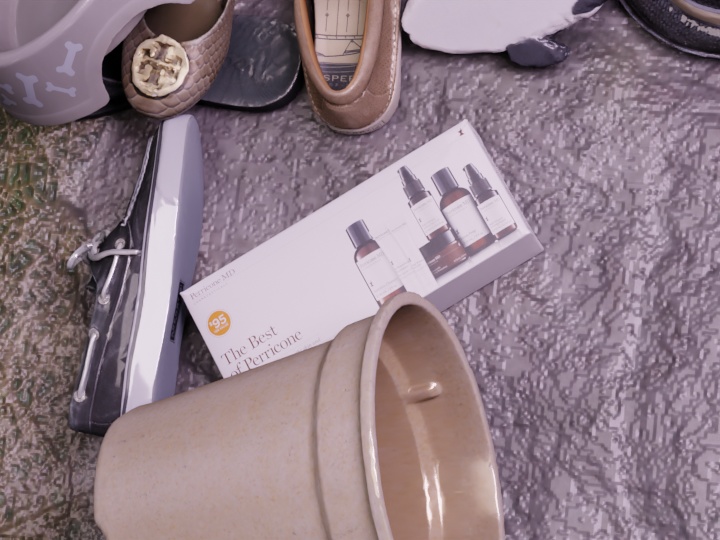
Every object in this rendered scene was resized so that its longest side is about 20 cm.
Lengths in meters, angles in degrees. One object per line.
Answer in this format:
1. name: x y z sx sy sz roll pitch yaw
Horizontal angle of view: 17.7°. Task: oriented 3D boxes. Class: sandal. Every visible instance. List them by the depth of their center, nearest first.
1. sandal: -0.133 -0.136 1.426 0.199 0.048 0.076 -1 77 16

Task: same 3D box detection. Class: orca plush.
1. orca plush: 0.112 -0.193 1.350 0.105 0.071 0.200 41 131 -10

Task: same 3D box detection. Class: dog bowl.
1. dog bowl: -0.177 -0.190 1.400 0.199 0.059 0.201 -21 54 33

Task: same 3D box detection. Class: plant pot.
1. plant pot: -0.038 0.128 1.275 0.182 0.200 0.202 -12 75 21

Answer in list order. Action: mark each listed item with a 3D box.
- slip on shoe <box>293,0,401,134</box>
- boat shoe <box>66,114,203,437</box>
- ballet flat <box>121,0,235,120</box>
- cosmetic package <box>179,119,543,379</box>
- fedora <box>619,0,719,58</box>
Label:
1. slip on shoe: -0.012 -0.185 1.398 0.076 0.061 0.201 -3 77 14
2. boat shoe: -0.137 0.002 1.383 0.068 0.074 0.201 6 84 9
3. ballet flat: -0.095 -0.186 1.394 0.067 0.046 0.201 20 76 11
4. cosmetic package: 0.000 0.000 1.359 0.199 0.051 0.083 -32 71 7
5. fedora: 0.217 -0.228 1.328 0.199 0.092 0.202 -4 77 15
